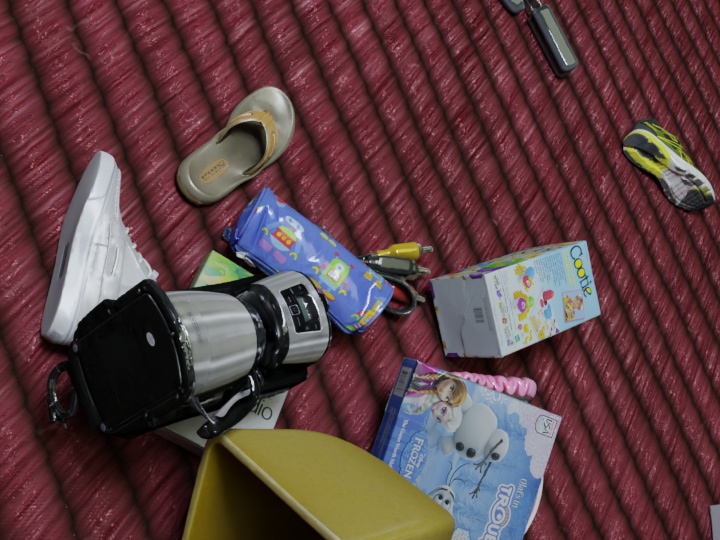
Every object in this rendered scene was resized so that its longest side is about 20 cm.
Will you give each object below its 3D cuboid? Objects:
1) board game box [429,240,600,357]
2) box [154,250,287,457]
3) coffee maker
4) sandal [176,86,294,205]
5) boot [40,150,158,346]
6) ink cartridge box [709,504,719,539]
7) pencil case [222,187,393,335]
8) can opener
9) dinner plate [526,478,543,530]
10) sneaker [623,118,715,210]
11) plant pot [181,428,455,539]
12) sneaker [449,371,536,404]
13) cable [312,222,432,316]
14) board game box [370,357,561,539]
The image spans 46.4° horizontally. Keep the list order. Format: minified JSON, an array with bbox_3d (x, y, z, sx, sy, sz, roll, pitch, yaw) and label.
[{"bbox_3d":[0.202,0.035,1.090,0.199,0.103,0.106,-16,95,-37],"label":"board game box"},{"bbox_3d":[-0.140,0.097,0.889,0.144,0.036,0.201,33,55,-19],"label":"box"},{"bbox_3d":[-0.154,0.070,0.781,0.199,0.191,0.136,-6,93,-55],"label":"coffee maker"},{"bbox_3d":[-0.135,-0.151,0.984,0.080,0.054,0.200,46,53,-9],"label":"sandal"},{"bbox_3d":[-0.250,-0.014,0.848,0.095,0.073,0.202,20,69,-33],"label":"boot"},{"bbox_3d":[0.630,0.386,1.217,0.199,0.144,0.085,16,62,-28],"label":"ink cartridge box"},{"bbox_3d":[-0.059,-0.006,0.950,0.199,0.078,0.087,37,65,-10],"label":"pencil case"},{"bbox_3d":[0.289,-0.410,1.390,0.066,0.053,0.201,-31,87,-4],"label":"can opener"},{"bbox_3d":[0.123,0.245,0.981,0.198,0.024,0.202,1,88,-20],"label":"dinner plate"},{"bbox_3d":[0.540,-0.188,1.441,0.200,0.074,0.085,41,53,-13],"label":"sneaker"},{"bbox_3d":[-0.027,0.262,0.768,0.199,0.194,0.197,0,111,-45],"label":"plant pot"},{"bbox_3d":[0.136,0.175,1.027,0.199,0.079,0.096,9,77,-30],"label":"sneaker"},{"bbox_3d":[0.000,0.000,1.036,0.198,0.050,0.098,10,82,-17],"label":"cable"},{"bbox_3d":[0.107,0.226,0.941,0.198,0.043,0.202,22,83,-19],"label":"board game box"}]
